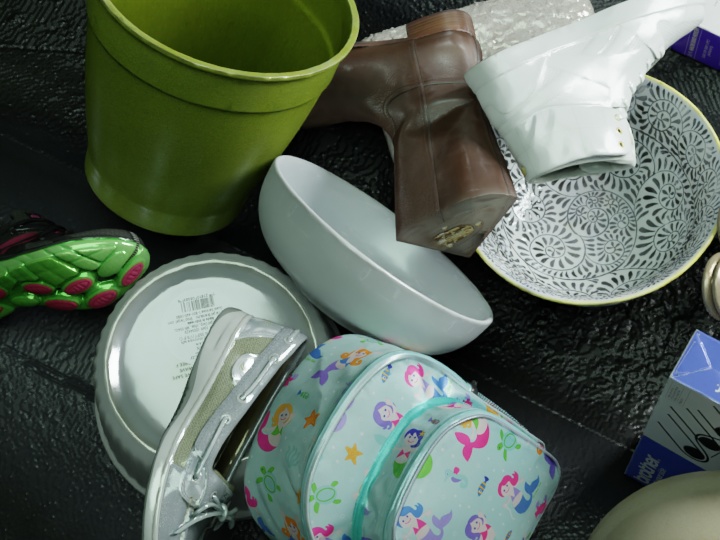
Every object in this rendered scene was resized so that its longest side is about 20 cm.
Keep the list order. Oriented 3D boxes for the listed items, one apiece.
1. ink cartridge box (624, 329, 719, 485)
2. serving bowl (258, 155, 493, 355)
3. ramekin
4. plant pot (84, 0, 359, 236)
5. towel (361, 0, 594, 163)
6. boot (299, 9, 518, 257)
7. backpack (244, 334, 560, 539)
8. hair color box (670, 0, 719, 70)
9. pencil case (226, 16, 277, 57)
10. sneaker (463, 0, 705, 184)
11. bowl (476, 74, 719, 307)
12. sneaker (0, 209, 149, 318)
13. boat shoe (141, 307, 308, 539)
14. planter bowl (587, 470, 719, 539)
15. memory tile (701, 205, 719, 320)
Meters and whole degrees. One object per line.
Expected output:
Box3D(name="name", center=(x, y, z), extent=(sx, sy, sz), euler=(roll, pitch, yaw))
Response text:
Box3D(name="ink cartridge box", center=(0.250, 0.118, 1.280), extent=(0.094, 0.200, 0.044), euler=(29, 68, 12))
Box3D(name="serving bowl", center=(0.000, 0.000, 1.349), extent=(0.200, 0.200, 0.066), euler=(41, 102, 14))
Box3D(name="ramekin", center=(-0.106, 0.082, 1.361), extent=(0.200, 0.105, 0.200), euler=(-1, 72, 3))
Box3D(name="plant pot", center=(-0.126, -0.136, 1.370), extent=(0.200, 0.193, 0.200), euler=(14, 41, -12))
Box3D(name="towel", center=(0.106, -0.156, 1.466), extent=(0.200, 0.034, 0.133), euler=(-19, 73, -4))
Box3D(name="boot", center=(0.021, -0.085, 1.374), extent=(0.186, 0.064, 0.200), euler=(-25, 55, 23))
Box3D(name="backpack", center=(0.026, 0.145, 1.264), extent=(0.200, 0.151, 0.178), euler=(39, 76, -32))
Box3D(name="hair color box", center=(0.361, -0.191, 1.451), extent=(0.200, 0.065, 0.109), euler=(27, 74, 13))
Box3D(name="pencil case", center=(-0.118, -0.219, 1.473), extent=(0.200, 0.078, 0.089), euler=(24, 55, 10))
Box3D(name="sneaker", center=(0.186, -0.130, 1.343), extent=(0.200, 0.074, 0.116), euler=(-24, 82, -17))
Box3D(name="bowl", center=(0.176, -0.047, 1.390), extent=(0.201, 0.094, 0.201), euler=(-3, 65, 6))
Box3D(name="sneaker", center=(-0.247, -0.013, 1.386), extent=(0.200, 0.077, 0.084), euler=(-7, 56, 30))
Box3D(name="boat shoe", center=(-0.097, 0.123, 1.255), extent=(0.065, 0.074, 0.202), euler=(15, 66, 12))
Box3D(name="planter bowl", center=(0.243, 0.255, 1.219), extent=(0.200, 0.200, 0.135), euler=(4, 27, 7))
Box3D(name="memory tile", center=(0.317, -0.039, 1.368), extent=(0.017, 0.153, 0.200), euler=(0, 68, 43))
